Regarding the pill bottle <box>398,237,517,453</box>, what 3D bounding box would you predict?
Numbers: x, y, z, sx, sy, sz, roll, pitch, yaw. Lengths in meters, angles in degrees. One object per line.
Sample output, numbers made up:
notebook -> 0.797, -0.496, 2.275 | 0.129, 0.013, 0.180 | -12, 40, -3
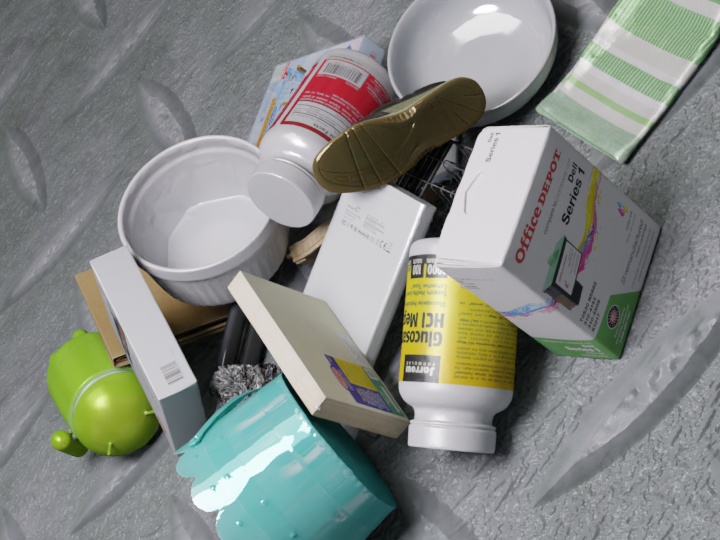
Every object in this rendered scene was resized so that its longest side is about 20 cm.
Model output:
pill bottle -> 0.096, 0.074, 1.362 | 0.112, 0.112, 0.201 | -2, 81, 45

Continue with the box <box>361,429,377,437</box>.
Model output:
box -> -0.035, 0.118, 1.546 | 0.039, 0.041, 0.200 | -53, 38, -1

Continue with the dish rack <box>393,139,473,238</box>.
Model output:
dish rack -> 0.104, -0.062, 1.505 | 0.200, 0.055, 0.154 | 29, 88, 46

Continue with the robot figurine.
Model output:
robot figurine -> -0.320, 0.153, 1.751 | 0.175, 0.116, 0.200 | -44, 39, -5

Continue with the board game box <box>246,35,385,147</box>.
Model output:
board game box -> -0.071, -0.185, 1.778 | 0.199, 0.041, 0.201 | -6, 59, 53

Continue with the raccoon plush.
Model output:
raccoon plush -> -0.120, 0.169, 1.512 | 0.200, 0.096, 0.134 | 123, 158, -63

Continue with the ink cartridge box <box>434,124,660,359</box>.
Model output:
ink cartridge box -> 0.177, -0.025, 1.305 | 0.084, 0.200, 0.145 | 3, 66, 47

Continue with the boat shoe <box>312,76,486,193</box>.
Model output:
boat shoe -> 0.041, -0.146, 1.511 | 0.200, 0.072, 0.066 | -29, 11, 1

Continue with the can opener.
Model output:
can opener -> -0.136, 0.050, 1.704 | 0.067, 0.053, 0.201 | 129, 156, -62

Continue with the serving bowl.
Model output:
serving bowl -> 0.133, -0.243, 1.594 | 0.199, 0.066, 0.201 | -10, 62, 20

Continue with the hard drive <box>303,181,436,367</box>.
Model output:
hard drive -> 0.000, 0.000, 1.524 | 0.132, 0.026, 0.201 | 33, 107, 47

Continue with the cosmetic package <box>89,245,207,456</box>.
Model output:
cosmetic package -> -0.238, 0.093, 1.600 | 0.052, 0.151, 0.200 | -25, 61, -12

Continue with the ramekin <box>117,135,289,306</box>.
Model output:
ramekin -> -0.177, -0.051, 1.668 | 0.199, 0.105, 0.201 | -8, 54, 12

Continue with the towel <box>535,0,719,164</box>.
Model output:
towel -> 0.288, -0.221, 1.474 | 0.200, 0.023, 0.153 | -52, 40, 3

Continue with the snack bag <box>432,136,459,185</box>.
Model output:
snack bag -> 0.041, -0.160, 1.684 | 0.188, 0.021, 0.201 | -22, 49, 33

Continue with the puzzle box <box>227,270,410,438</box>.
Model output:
puzzle box -> -0.044, 0.085, 1.433 | 0.025, 0.133, 0.200 | -51, 48, 16

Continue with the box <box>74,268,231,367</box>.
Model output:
box -> -0.263, 0.036, 1.782 | 0.163, 0.021, 0.200 | -20, 38, -14

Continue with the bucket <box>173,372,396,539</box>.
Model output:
bucket -> -0.071, 0.210, 1.396 | 0.135, 0.207, 0.207 | -40, 40, 2

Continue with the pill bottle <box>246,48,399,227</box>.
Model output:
pill bottle -> -0.045, -0.149, 1.594 | 0.112, 0.112, 0.200 | -4, 44, 44

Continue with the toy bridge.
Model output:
toy bridge -> -0.009, -0.052, 1.618 | 0.200, 0.067, 0.027 | -25, 78, 30
